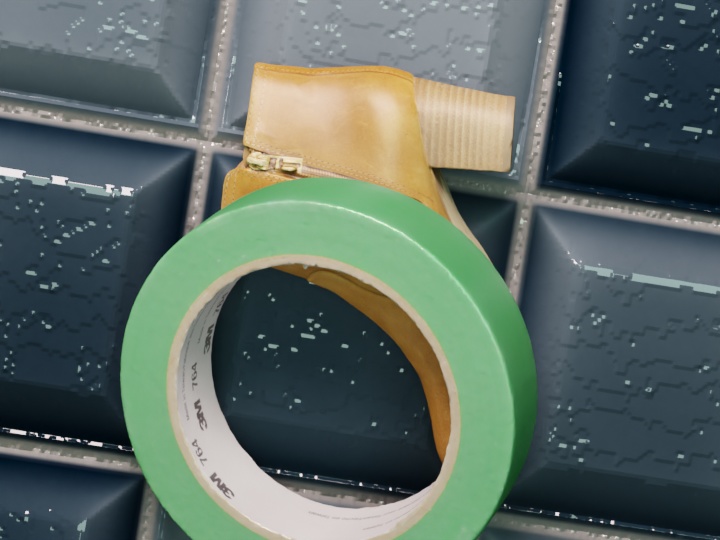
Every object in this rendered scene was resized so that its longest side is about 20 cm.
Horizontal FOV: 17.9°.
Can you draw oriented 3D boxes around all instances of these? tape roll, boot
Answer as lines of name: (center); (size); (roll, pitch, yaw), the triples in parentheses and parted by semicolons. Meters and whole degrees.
tape roll: (-0.016, 0.058, 1.101); (0.199, 0.048, 0.202); (5, 107, 18)
boot: (0.000, 0.000, 1.138); (0.143, 0.071, 0.202); (4, 96, 5)
